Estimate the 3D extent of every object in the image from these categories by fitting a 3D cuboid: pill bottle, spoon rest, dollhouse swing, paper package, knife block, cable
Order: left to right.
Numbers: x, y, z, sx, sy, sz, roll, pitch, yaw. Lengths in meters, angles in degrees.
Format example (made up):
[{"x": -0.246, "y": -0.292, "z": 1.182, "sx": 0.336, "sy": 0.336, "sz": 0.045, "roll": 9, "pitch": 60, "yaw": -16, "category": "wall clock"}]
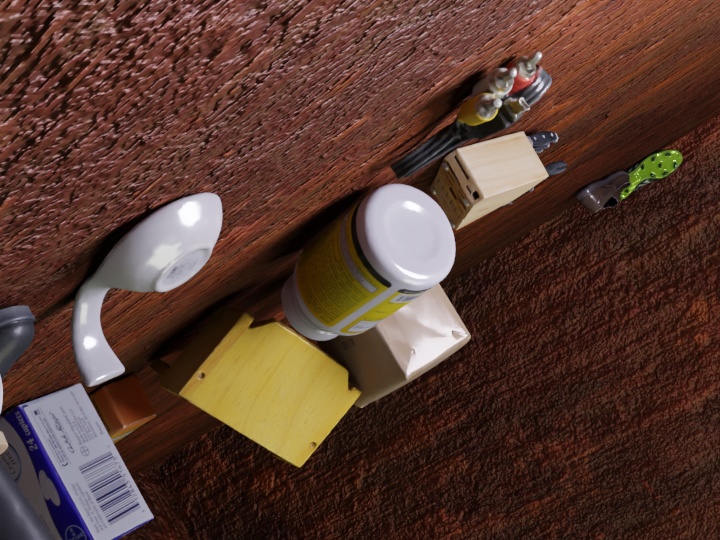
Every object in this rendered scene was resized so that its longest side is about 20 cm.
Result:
[{"x": -0.173, "y": 0.007, "z": 0.824, "sx": 0.099, "sy": 0.061, "sz": 0.200, "roll": -23, "pitch": 157, "yaw": -53, "category": "spoon rest"}, {"x": -0.143, "y": 0.129, "z": 1.379, "sx": 0.182, "sy": 0.200, "sz": 0.176, "roll": -51, "pitch": -151, "yaw": 5, "category": "dollhouse swing"}, {"x": 0.000, "y": 0.000, "z": 1.137, "sx": 0.112, "sy": 0.113, "sz": 0.200, "roll": -24, "pitch": 172, "yaw": -41, "category": "pill bottle"}, {"x": 0.017, "y": 0.055, "z": 1.340, "sx": 0.103, "sy": 0.191, "sz": 0.200, "roll": -29, "pitch": 175, "yaw": -25, "category": "paper package"}, {"x": 0.093, "y": -0.141, "z": 0.954, "sx": 0.097, "sy": 0.050, "sz": 0.200, "roll": -45, "pitch": -166, "yaw": -29, "category": "cable"}, {"x": 0.174, "y": -0.121, "z": 1.246, "sx": 0.175, "sy": 0.064, "sz": 0.200, "roll": -29, "pitch": 173, "yaw": -7, "category": "knife block"}]

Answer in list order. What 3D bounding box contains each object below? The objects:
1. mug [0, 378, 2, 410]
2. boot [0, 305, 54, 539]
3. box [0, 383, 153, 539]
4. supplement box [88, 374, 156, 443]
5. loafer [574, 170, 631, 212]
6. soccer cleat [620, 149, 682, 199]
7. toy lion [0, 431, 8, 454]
[{"x": -0.293, "y": 0.083, "z": 0.539, "sx": 0.175, "sy": 0.148, "sz": 0.200, "roll": -39, "pitch": 142, "yaw": 10, "category": "mug"}, {"x": -0.267, "y": 0.148, "z": 0.788, "sx": 0.165, "sy": 0.200, "sz": 0.066, "roll": -31, "pitch": 173, "yaw": 12, "category": "boot"}, {"x": -0.377, "y": 0.262, "z": 1.256, "sx": 0.200, "sy": 0.184, "sz": 0.105, "roll": -33, "pitch": 173, "yaw": 29, "category": "box"}, {"x": -0.368, "y": 0.215, "z": 1.458, "sx": 0.200, "sy": 0.067, "sz": 0.069, "roll": -35, "pitch": 171, "yaw": 35, "category": "supplement box"}, {"x": 0.567, "y": -0.174, "z": 2.488, "sx": 0.200, "sy": 0.071, "sz": 0.073, "roll": -23, "pitch": 171, "yaw": -43, "category": "loafer"}, {"x": 0.681, "y": -0.237, "z": 2.593, "sx": 0.200, "sy": 0.068, "sz": 0.081, "roll": -31, "pitch": -169, "yaw": 23, "category": "soccer cleat"}, {"x": -0.427, "y": 0.166, "z": 0.894, "sx": 0.200, "sy": 0.069, "sz": 0.192, "roll": -30, "pitch": 166, "yaw": 7, "category": "toy lion"}]
